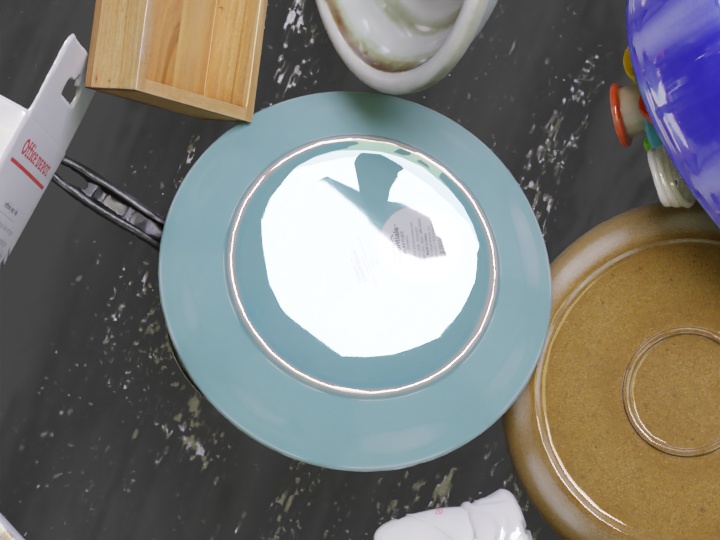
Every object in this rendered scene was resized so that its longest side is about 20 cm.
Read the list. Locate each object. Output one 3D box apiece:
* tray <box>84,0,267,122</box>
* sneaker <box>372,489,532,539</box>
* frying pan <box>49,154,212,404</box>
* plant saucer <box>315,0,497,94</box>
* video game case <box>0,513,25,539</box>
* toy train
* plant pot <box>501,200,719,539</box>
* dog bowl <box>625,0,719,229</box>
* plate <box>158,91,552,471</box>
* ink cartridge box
[{"bbox_3d":[-0.082,-0.180,1.266,0.037,0.099,0.200,4,86,32],"label":"tray"},{"bbox_3d":[0.044,0.214,1.287,0.099,0.078,0.200,-6,80,0],"label":"sneaker"},{"bbox_3d":[-0.062,-0.010,1.299,0.115,0.031,0.190,-35,95,-9],"label":"frying pan"},{"bbox_3d":[0.034,-0.185,1.239,0.050,0.200,0.200,-3,88,-27],"label":"plant saucer"},{"bbox_3d":[-0.203,0.243,1.276,0.200,0.022,0.182,-42,93,-6],"label":"video game case"},{"bbox_3d":[0.122,-0.126,1.280,0.056,0.150,0.200,-16,95,30],"label":"toy train"},{"bbox_3d":[0.165,0.061,1.285,0.200,0.027,0.200,-2,84,15],"label":"plant pot"},{"bbox_3d":[0.221,-0.089,1.249,0.079,0.200,0.200,-32,93,34],"label":"dog bowl"},{"bbox_3d":[0.000,0.000,1.275,0.200,0.026,0.200,3,71,-8],"label":"plate"},{"bbox_3d":[-0.205,-0.030,1.234,0.068,0.116,0.200,28,85,4],"label":"ink cartridge box"}]
